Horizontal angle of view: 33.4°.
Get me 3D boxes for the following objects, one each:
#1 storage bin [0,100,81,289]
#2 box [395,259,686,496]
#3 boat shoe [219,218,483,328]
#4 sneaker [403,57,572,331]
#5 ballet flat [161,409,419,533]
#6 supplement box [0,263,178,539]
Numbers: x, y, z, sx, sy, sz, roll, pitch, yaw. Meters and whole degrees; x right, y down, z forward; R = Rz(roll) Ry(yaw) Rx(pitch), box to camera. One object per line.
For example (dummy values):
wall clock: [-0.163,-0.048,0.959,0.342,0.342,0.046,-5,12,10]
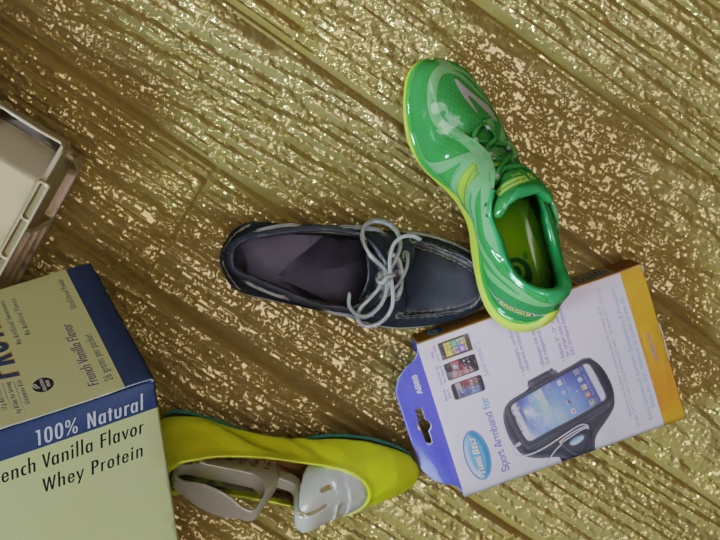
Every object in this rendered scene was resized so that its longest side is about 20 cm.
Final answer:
storage bin: [-0.319,-0.045,0.797,0.198,0.094,0.200,30,92,-7]
box: [0.126,0.081,0.876,0.197,0.041,0.121,-18,97,0]
boat shoe: [0.000,0.000,0.843,0.197,0.062,0.076,12,90,-7]
sneaker: [0.095,-0.060,0.821,0.073,0.083,0.202,-23,84,-24]
ballet flat: [-0.057,0.150,0.849,0.196,0.068,0.068,11,130,-4]
supplement box: [-0.226,0.137,0.741,0.197,0.134,0.202,-17,127,-21]
